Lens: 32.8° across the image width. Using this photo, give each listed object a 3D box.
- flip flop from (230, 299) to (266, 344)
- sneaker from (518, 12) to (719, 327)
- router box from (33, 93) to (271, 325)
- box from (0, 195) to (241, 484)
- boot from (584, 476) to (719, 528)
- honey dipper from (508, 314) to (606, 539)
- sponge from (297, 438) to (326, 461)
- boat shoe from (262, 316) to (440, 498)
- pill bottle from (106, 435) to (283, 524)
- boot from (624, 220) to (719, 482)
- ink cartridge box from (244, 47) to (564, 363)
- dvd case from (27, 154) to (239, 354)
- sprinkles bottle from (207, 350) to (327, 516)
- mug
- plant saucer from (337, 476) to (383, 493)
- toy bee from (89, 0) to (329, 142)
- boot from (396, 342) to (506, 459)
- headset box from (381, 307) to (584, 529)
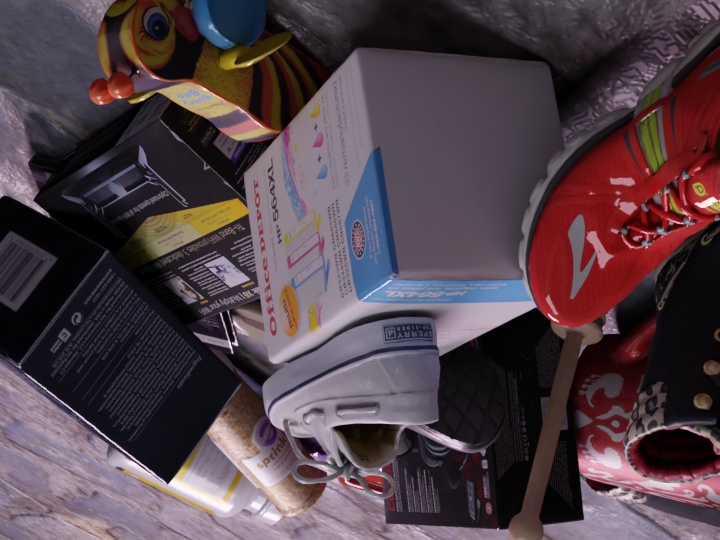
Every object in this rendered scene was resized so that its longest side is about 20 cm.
[{"bbox_3d":[-0.040,0.075,1.063,0.198,0.058,0.081,21,149,13],"label":"flip flop"},{"bbox_3d":[0.150,-0.045,0.580,0.077,0.085,0.200,31,112,-21],"label":"sneaker"},{"bbox_3d":[-0.126,-0.044,0.891,0.157,0.053,0.199,44,144,-22],"label":"router box"},{"bbox_3d":[-0.216,0.056,0.968,0.148,0.108,0.200,23,161,40],"label":"box"},{"bbox_3d":[0.284,0.160,0.950,0.152,0.074,0.203,16,160,-18],"label":"boot"},{"bbox_3d":[0.130,0.087,0.812,0.038,0.202,0.038,16,152,9],"label":"honey dipper"},{"bbox_3d":[0.030,0.200,1.285,0.198,0.030,0.112,26,152,-8],"label":"sponge"},{"bbox_3d":[-0.003,0.093,0.728,0.074,0.087,0.202,-1,163,-26],"label":"boat shoe"},{"bbox_3d":[-0.167,0.199,1.335,0.198,0.113,0.112,28,153,-14],"label":"pill bottle"},{"bbox_3d":[0.218,0.020,0.654,0.073,0.155,0.204,28,148,-10],"label":"boot"},{"bbox_3d":[0.019,-0.025,0.721,0.124,0.130,0.200,0,162,-27],"label":"ink cartridge box"},{"bbox_3d":[-0.187,-0.010,1.036,0.147,0.016,0.201,12,142,17],"label":"dvd case"},{"bbox_3d":[-0.113,0.164,1.241,0.068,0.069,0.201,-7,131,43],"label":"sprinkles bottle"},{"bbox_3d":[0.253,0.083,0.843,0.198,0.180,0.133,2,-175,40],"label":"mug"},{"bbox_3d":[0.057,0.170,1.159,0.197,0.037,0.201,16,142,12],"label":"plant saucer"},{"bbox_3d":[-0.109,-0.124,0.700,0.199,0.110,0.131,29,154,-16],"label":"toy bee"},{"bbox_3d":[0.026,0.092,0.868,0.199,0.070,0.132,31,151,34],"label":"boot"},{"bbox_3d":[0.077,0.115,0.925,0.076,0.151,0.200,0,171,-26],"label":"headset box"}]
